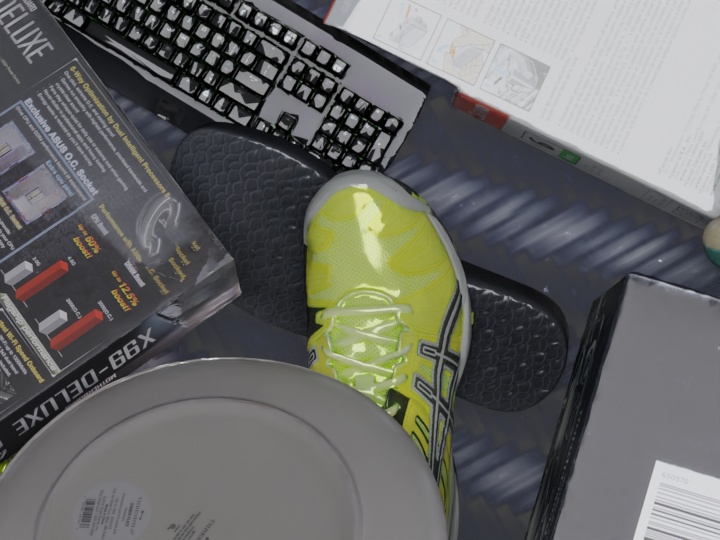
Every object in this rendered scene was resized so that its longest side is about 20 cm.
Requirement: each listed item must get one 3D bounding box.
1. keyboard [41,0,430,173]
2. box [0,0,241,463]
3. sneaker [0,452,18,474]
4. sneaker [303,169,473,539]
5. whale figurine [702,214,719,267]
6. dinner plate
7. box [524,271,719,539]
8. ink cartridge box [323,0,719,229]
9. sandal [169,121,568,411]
[{"bbox_3d":[-0.057,-0.124,1.259,0.200,0.021,0.127,30,87,2],"label":"keyboard"},{"bbox_3d":[-0.172,-0.028,1.197,0.157,0.050,0.200,-35,73,-10],"label":"box"},{"bbox_3d":[-0.237,0.050,1.233,0.199,0.074,0.081,11,71,0],"label":"sneaker"},{"bbox_3d":[0.012,0.056,1.192,0.075,0.076,0.201,-5,103,9],"label":"sneaker"},{"bbox_3d":[0.245,0.012,1.164,0.199,0.159,0.104,11,115,35],"label":"whale figurine"},{"bbox_3d":[-0.064,0.111,1.108,0.199,0.024,0.201,-5,50,6],"label":"dinner plate"},{"bbox_3d":[0.125,0.115,1.158,0.104,0.182,0.201,17,86,3],"label":"box"},{"bbox_3d":[0.094,-0.111,1.237,0.199,0.050,0.109,26,86,1],"label":"ink cartridge box"},{"bbox_3d":[0.000,0.001,1.239,0.200,0.043,0.076,31,110,-7],"label":"sandal"}]
